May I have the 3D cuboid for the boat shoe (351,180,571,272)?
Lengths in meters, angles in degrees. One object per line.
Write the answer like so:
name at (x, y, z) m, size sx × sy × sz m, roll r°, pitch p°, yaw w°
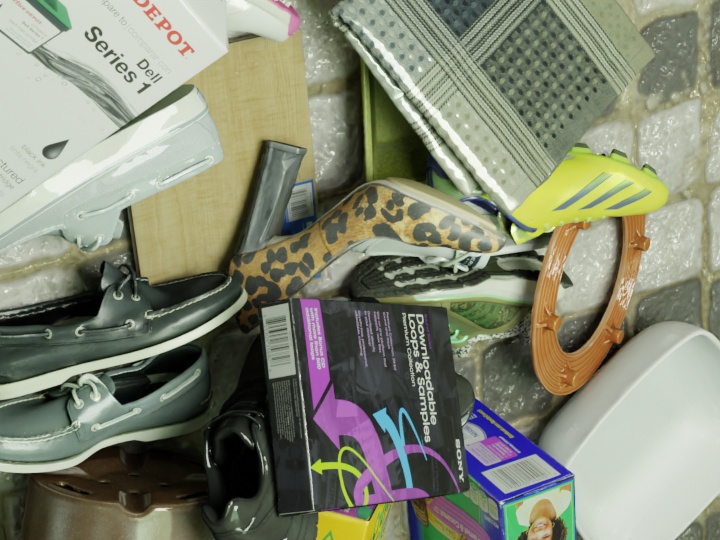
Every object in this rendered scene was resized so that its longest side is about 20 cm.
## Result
boat shoe at (0.082, -0.034, 1.262) m, size 0.199 × 0.074 × 0.067 m, roll -15°, pitch 72°, yaw -23°

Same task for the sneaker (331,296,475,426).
sneaker at (0.018, 0.073, 1.264) m, size 0.198 × 0.075 × 0.116 m, roll 0°, pitch 128°, yaw -30°

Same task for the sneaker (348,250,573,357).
sneaker at (0.079, 0.034, 1.309) m, size 0.198 × 0.077 × 0.089 m, roll 1°, pitch 115°, yaw -28°

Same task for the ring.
ring at (0.195, 0.007, 1.341) m, size 0.200 × 0.019 × 0.202 m, roll -36°, pitch 135°, yaw -46°

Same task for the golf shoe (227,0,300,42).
golf shoe at (-0.136, -0.191, 1.106) m, size 0.199 × 0.075 × 0.092 m, roll 22°, pitch 108°, yaw -29°

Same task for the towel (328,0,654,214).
towel at (0.099, -0.167, 1.175) m, size 0.200 × 0.034 × 0.193 m, roll 49°, pitch 67°, yaw -12°

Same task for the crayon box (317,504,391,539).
crayon box at (-0.021, 0.234, 1.250) m, size 0.058 × 0.200 × 0.174 m, roll 16°, pitch 102°, yaw 6°

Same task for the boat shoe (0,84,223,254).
boat shoe at (-0.182, -0.050, 1.109) m, size 0.200 × 0.070 × 0.072 m, roll -31°, pitch 111°, yaw -9°

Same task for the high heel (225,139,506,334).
high heel at (0.000, 0.000, 1.172) m, size 0.071 × 0.199 × 0.144 m, roll -2°, pitch 110°, yaw -68°

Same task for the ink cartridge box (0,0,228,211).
ink cartridge box at (-0.201, -0.153, 1.021) m, size 0.199 × 0.085 × 0.146 m, roll -33°, pitch 125°, yaw 16°

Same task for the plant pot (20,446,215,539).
plant pot at (-0.170, 0.241, 1.175) m, size 0.199 × 0.200 × 0.200 m, roll 0°, pitch 99°, yaw -30°

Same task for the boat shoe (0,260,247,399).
boat shoe at (-0.180, 0.028, 1.145) m, size 0.198 × 0.075 × 0.067 m, roll -17°, pitch 109°, yaw -2°

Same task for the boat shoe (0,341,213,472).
boat shoe at (-0.194, 0.092, 1.162) m, size 0.199 × 0.073 × 0.062 m, roll -9°, pitch 126°, yaw -36°

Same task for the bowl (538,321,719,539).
bowl at (0.244, 0.148, 1.429) m, size 0.200 × 0.075 × 0.200 m, roll -44°, pitch 134°, yaw -9°

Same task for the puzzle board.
puzzle board at (-0.103, -0.067, 1.196) m, size 0.150 × 0.017 × 0.202 m, roll -17°, pitch 116°, yaw -26°

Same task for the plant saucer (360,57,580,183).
plant saucer at (0.077, -0.177, 1.241) m, size 0.198 × 0.048 × 0.202 m, roll -13°, pitch 114°, yaw -26°

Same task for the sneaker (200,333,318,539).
sneaker at (-0.067, 0.113, 1.132) m, size 0.075 × 0.201 × 0.091 m, roll -19°, pitch 135°, yaw 22°

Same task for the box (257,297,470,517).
box at (0.007, 0.095, 1.156) m, size 0.199 × 0.036 × 0.144 m, roll 4°, pitch 76°, yaw -56°

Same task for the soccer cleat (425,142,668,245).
soccer cleat at (0.140, -0.057, 1.230) m, size 0.198 × 0.065 × 0.085 m, roll 9°, pitch 83°, yaw -20°

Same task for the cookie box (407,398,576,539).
cookie box at (0.107, 0.230, 1.333) m, size 0.075 × 0.171 × 0.202 m, roll -15°, pitch 114°, yaw -22°
